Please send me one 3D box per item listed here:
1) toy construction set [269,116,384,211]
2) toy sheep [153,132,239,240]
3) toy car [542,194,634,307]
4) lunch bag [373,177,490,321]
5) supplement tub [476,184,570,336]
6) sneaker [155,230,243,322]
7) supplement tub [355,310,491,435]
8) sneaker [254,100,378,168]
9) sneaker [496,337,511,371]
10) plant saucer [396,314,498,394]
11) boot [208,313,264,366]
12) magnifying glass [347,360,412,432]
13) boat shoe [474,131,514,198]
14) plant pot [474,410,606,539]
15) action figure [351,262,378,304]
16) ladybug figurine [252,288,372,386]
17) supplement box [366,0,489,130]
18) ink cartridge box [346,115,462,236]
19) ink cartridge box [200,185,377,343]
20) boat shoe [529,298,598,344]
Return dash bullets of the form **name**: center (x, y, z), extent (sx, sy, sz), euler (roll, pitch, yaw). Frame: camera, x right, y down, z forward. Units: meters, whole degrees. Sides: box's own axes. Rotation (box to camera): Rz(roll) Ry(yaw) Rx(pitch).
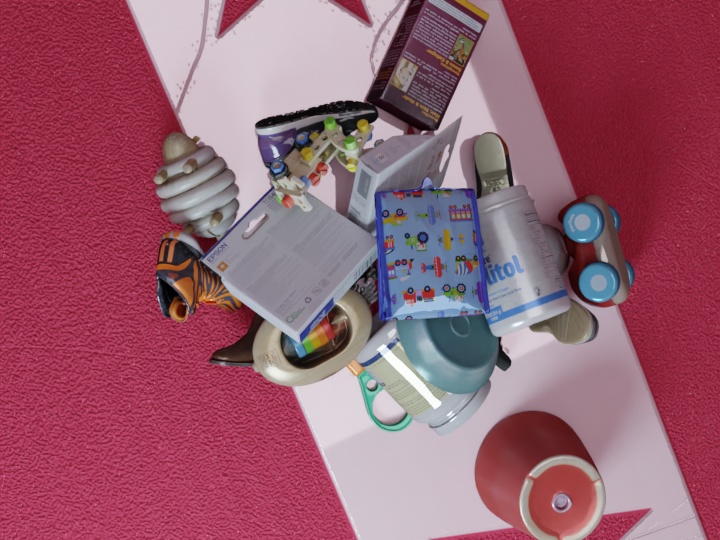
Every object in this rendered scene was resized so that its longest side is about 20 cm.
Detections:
- **toy construction set**: center (-0.060, -0.152, 1.376), extent (0.200, 0.130, 0.093), euler (-42, 144, -32)
- **toy sheep**: center (-0.248, -0.117, 1.415), extent (0.136, 0.138, 0.203), euler (-22, 107, -5)
- **toy car**: center (0.322, -0.014, 1.493), extent (0.197, 0.184, 0.180), euler (-16, 86, 26)
- **lunch bag**: center (0.098, -0.033, 1.324), extent (0.148, 0.094, 0.204), euler (-3, 87, -6)
- **supplement tub**: center (0.228, -0.013, 1.406), extent (0.130, 0.132, 0.203), euler (-20, 83, -5)
- **sneaker**: center (-0.251, 0.038, 1.399), extent (0.076, 0.200, 0.114), euler (-10, 55, 28)
- **supplement tub**: center (0.098, 0.149, 1.468), extent (0.145, 0.145, 0.200), euler (-44, 98, -2)
- **sneaker**: center (-0.065, -0.213, 1.470), extent (0.197, 0.076, 0.089), euler (-12, 114, -4)
- **sneaker**: center (0.206, 0.062, 1.518), extent (0.104, 0.060, 0.200), euler (-43, 94, 2)
- **plant saucer**: center (0.144, 0.087, 1.413), extent (0.198, 0.036, 0.203), euler (16, 59, -29)
- **boot**: center (-0.164, 0.041, 1.439), extent (0.185, 0.064, 0.204), euler (-9, 101, -48)
- **magnifying glass**: center (0.014, 0.184, 1.523), extent (0.079, 0.022, 0.201), euler (-41, 97, -2)
- **boat shoe**: center (0.219, -0.124, 1.505), extent (0.070, 0.063, 0.204), euler (-6, 95, 12)
- **plant pot**: center (0.299, 0.345, 1.491), extent (0.197, 0.177, 0.204), euler (-1, 95, -7)
- **action figure**: center (0.000, 0.000, 1.468), extent (0.198, 0.102, 0.120), euler (-28, 82, -4)
- **ladybug figurine**: center (-0.077, 0.098, 1.404), extent (0.198, 0.072, 0.138), euler (-25, 99, -9)
- **supplement box**: center (0.105, -0.335, 1.456), extent (0.109, 0.086, 0.202), euler (25, 91, -18)
- **ink cartridge box**: center (0.066, -0.149, 1.419), extent (0.047, 0.161, 0.199), euler (39, 56, 20)
- **ink cartridge box**: center (-0.103, -0.020, 1.379), extent (0.199, 0.041, 0.200), euler (35, 66, 20)
- **boat shoe**: center (0.333, 0.080, 1.467), extent (0.064, 0.200, 0.073), euler (7, 88, -14)
